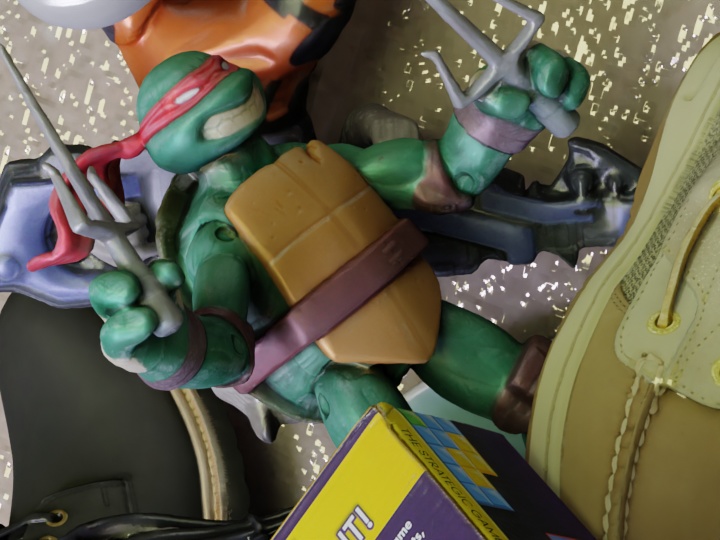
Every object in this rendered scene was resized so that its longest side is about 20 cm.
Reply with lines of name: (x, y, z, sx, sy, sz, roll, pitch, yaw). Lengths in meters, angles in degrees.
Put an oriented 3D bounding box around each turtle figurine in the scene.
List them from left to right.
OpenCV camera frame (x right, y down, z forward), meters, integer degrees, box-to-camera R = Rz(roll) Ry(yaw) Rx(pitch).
turtle figurine: (0.000, 0.000, 0.755, 0.200, 0.150, 0.101, 50, 160, -4)

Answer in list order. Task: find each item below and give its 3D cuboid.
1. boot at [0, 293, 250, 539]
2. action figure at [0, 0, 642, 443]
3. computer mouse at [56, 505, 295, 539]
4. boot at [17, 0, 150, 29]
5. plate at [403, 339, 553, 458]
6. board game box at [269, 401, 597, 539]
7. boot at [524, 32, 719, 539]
boot: (-0.101, 0.089, 0.845, 0.077, 0.138, 0.200, -44, 59, 41)
action figure: (-0.008, -0.048, 0.847, 0.199, 0.105, 0.194, 4, 100, 6)
computer mouse: (-0.011, 0.155, 0.809, 0.138, 0.053, 0.201, -11, 93, -12)
boot: (-0.078, -0.172, 0.783, 0.073, 0.096, 0.201, 0, 73, 17)
plate: (0.064, 0.119, 0.822, 0.200, 0.026, 0.201, 1, 91, 31)
board game box: (0.008, 0.159, 0.657, 0.200, 0.057, 0.165, -54, 52, 16)
boot: (0.127, 0.009, 0.692, 0.154, 0.072, 0.200, -13, 45, 46)
